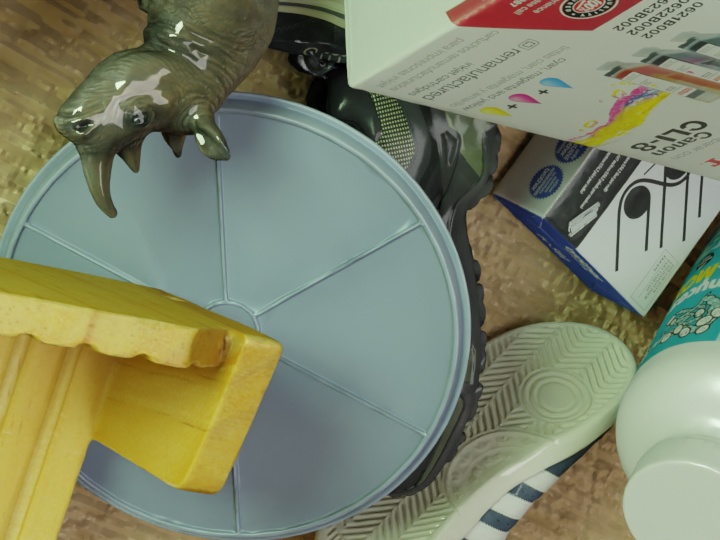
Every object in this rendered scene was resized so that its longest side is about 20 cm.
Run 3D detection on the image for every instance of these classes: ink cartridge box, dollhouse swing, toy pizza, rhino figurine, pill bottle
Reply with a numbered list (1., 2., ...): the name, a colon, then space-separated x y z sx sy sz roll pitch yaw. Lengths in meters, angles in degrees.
1. ink cartridge box: 0.112 -0.138 0.908 0.199 0.145 0.145 10 67 -33
2. ink cartridge box: 0.157 -0.087 1.121 0.094 0.044 0.200 41 82 -40
3. dollhouse swing: -0.167 0.080 0.868 0.199 0.182 0.177 13 93 -27
4. toy pizza: -0.053 0.019 0.970 0.199 0.032 0.201 2 112 4
5. rhino figurine: -0.064 -0.116 0.865 0.087 0.060 0.201 20 82 -36
6. pill bottle: 0.189 0.056 1.110 0.200 0.110 0.111 -55 138 -46

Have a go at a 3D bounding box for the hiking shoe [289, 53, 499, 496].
1. hiking shoe: 0.000 0.000 1.025 0.100 0.076 0.201 1 100 -17

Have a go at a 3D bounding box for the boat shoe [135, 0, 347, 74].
1. boat shoe: -0.011 -0.121 0.957 0.199 0.062 0.075 7 79 -23

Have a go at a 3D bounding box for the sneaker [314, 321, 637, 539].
1. sneaker: 0.054 0.103 1.117 0.200 0.075 0.085 -35 147 -26
